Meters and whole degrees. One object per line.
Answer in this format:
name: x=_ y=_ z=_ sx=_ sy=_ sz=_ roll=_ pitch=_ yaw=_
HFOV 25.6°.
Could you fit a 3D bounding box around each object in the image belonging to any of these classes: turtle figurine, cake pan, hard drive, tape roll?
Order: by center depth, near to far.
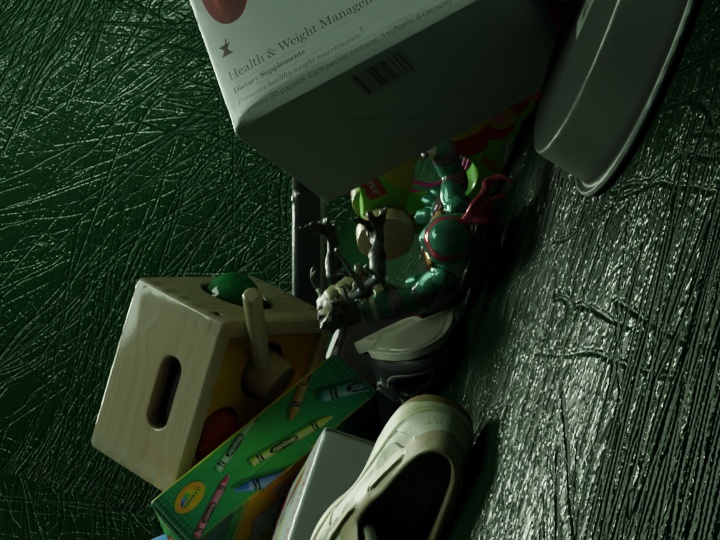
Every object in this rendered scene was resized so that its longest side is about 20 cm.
cake pan: x=0.144 y=-0.141 z=0.879 sx=0.200 sy=0.037 sz=0.200 roll=-161 pitch=90 yaw=-87
turtle figurine: x=0.053 y=-0.022 z=1.141 sx=0.150 sy=0.101 sz=0.200 roll=-64 pitch=-9 yaw=-1
hard drive: x=-0.047 y=-0.011 z=1.469 sx=0.140 sy=0.033 sz=0.200 roll=-92 pitch=3 yaw=-63
tape roll: x=-0.003 y=0.112 z=1.513 sx=0.200 sy=0.066 sz=0.200 roll=-162 pitch=90 yaw=-86

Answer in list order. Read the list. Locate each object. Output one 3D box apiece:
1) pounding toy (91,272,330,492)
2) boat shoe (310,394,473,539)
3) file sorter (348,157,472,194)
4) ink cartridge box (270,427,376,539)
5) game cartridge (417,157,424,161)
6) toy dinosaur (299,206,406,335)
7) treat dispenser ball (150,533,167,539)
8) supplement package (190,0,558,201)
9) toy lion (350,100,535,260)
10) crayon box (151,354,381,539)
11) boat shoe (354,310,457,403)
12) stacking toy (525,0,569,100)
pounding toy: x=-0.111 y=0.083 z=1.335 sx=0.184 sy=0.142 sz=0.200 roll=-1 pitch=-68 yaw=-55
boat shoe: x=0.012 y=0.172 z=0.996 sx=0.065 sy=0.072 sz=0.200 roll=-80 pitch=15 yaw=-64
file sorter: x=0.042 y=-0.134 z=1.510 sx=0.200 sy=0.139 sz=0.125 roll=-91 pitch=19 yaw=-78
ink cartridge box: x=-0.025 y=0.219 z=1.174 sx=0.200 sy=0.083 sz=0.145 roll=116 pitch=172 yaw=-64
game cartridge: x=0.072 y=-0.205 z=1.294 sx=0.133 sy=0.041 sz=0.200 roll=-70 pitch=-4 yaw=-50
toy dinosaur: x=0.000 y=0.000 z=1.215 sx=0.200 sy=0.047 sz=0.088 roll=-10 pitch=-97 yaw=-64
treat dispenser ball: x=-0.145 y=0.334 z=1.431 sx=0.201 sy=0.201 sz=0.201 roll=-161 pitch=90 yaw=-86
supplement package: x=0.000 y=-0.189 z=1.012 sx=0.147 sy=0.191 sz=0.200 roll=35 pitch=-149 yaw=-63
toy lion: x=0.052 y=-0.117 z=1.229 sx=0.069 sy=0.192 sz=0.200 roll=-97 pitch=-19 yaw=-45
crayon box: x=-0.073 y=0.175 z=1.324 sx=0.200 sy=0.058 sz=0.119 roll=-39 pitch=-28 yaw=-19
boat shoe: x=0.044 y=0.074 z=1.252 sx=0.063 sy=0.073 sz=0.200 roll=66 pitch=170 yaw=-3
stacking toy: x=0.135 y=-0.213 z=1.073 sx=0.085 sy=0.085 sz=0.200 roll=-82 pitch=7 yaw=-70
